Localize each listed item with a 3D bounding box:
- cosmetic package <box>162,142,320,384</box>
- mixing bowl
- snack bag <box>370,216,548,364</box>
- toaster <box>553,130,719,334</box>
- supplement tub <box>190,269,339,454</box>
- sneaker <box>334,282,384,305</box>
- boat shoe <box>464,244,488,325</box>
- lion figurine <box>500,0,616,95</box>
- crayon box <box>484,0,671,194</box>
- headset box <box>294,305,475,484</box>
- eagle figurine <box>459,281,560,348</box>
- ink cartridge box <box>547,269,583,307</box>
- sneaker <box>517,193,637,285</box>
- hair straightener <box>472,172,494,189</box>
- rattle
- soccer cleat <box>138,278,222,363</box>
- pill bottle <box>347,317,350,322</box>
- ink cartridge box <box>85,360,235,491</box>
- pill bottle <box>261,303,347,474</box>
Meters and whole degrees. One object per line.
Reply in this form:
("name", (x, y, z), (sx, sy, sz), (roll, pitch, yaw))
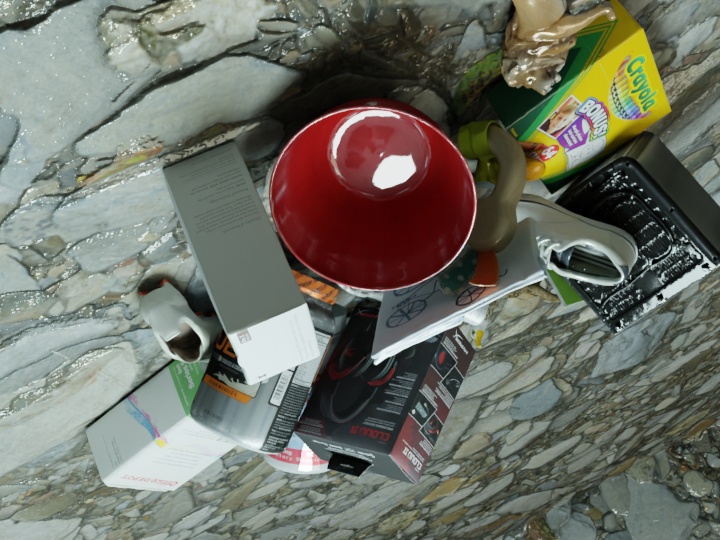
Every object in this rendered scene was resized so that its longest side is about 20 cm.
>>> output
("cosmetic package", (-0.114, -0.007, 0.987), (0.080, 0.201, 0.113), (-23, 153, -8))
("mixing bowl", (0.016, -0.093, 1.020), (0.198, 0.109, 0.202), (3, 124, 4))
("snack bag", (0.104, 0.016, 1.081), (0.199, 0.022, 0.189), (-28, -166, 14))
("toaster", (0.323, -0.051, 1.266), (0.181, 0.200, 0.119), (-43, -179, 39))
("supplement tub", (-0.105, 0.096, 1.178), (0.122, 0.122, 0.202), (26, 85, -57))
("sneaker", (0.000, 0.000, 1.241), (0.199, 0.091, 0.078), (33, 75, -37))
("boat shoe", (0.134, 0.006, 1.249), (0.074, 0.066, 0.200), (-53, -175, 36))
("lion figurine", (0.171, -0.260, 0.983), (0.121, 0.073, 0.200), (-21, 140, 14))
("crayon box", (0.251, -0.189, 1.167), (0.172, 0.059, 0.200), (-35, 152, 12))
("headset box", (0.025, 0.150, 1.202), (0.075, 0.148, 0.201), (50, 58, -41))
("eagle figurine", (0.148, 0.037, 1.416), (0.199, 0.151, 0.152), (-14, 123, 44))
("ink cartridge box", (0.313, -0.015, 1.420), (0.198, 0.149, 0.076), (-13, 153, -24))
("sneaker", (0.221, -0.037, 1.195), (0.071, 0.198, 0.074), (-55, 155, -56))
("hair straightener", (0.103, -0.101, 1.165), (0.199, 0.041, 0.078), (0, 100, -42))
("rattle", (0.142, -0.045, 1.082), (0.129, 0.202, 0.143), (-22, 147, 16))
("soccer cleat", (-0.195, 0.080, 1.191), (0.069, 0.078, 0.200), (-30, 153, 4))
("pill bottle", (-0.030, 0.139, 1.406), (0.199, 0.110, 0.109), (-37, 151, 17))
("ink cartridge box", (-0.233, 0.199, 1.345), (0.199, 0.088, 0.145), (-39, 150, 15))
("pill bottle", (-0.067, 0.144, 1.300), (0.108, 0.108, 0.202), (-5, 108, -36))
